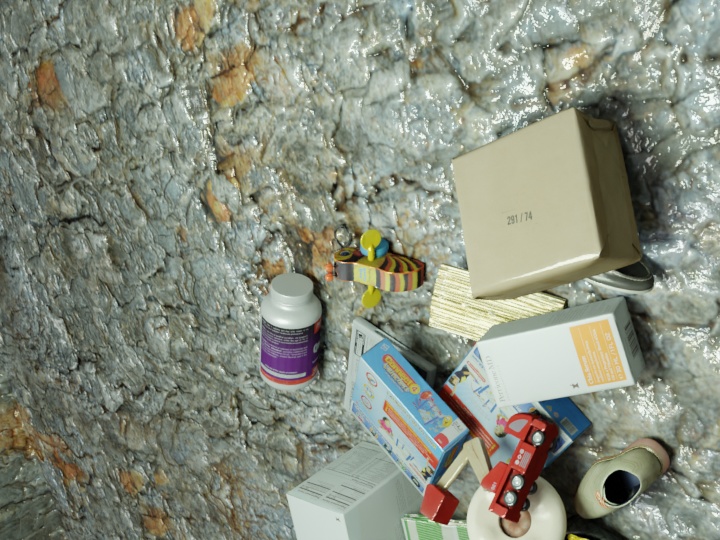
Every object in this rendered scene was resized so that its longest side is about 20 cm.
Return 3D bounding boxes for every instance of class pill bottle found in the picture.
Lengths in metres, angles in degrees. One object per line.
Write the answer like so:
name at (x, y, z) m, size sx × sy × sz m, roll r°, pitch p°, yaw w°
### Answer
pill bottle at (-0.127, 0.110, 1.694) m, size 0.112 × 0.112 × 0.203 m, roll 30°, pitch 130°, yaw 33°

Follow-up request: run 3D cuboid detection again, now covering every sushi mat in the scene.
sushi mat at (0.194, 0.061, 1.342) m, size 0.197 × 0.012 × 0.097 m, roll 17°, pitch 103°, yaw 25°

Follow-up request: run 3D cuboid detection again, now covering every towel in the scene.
towel at (0.173, 0.488, 1.592) m, size 0.197 × 0.023 × 0.155 m, roll -2°, pitch 110°, yaw 27°

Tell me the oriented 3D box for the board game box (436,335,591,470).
board game box at (0.220, 0.219, 1.418) m, size 0.200 × 0.056 × 0.197 m, roll 49°, pitch 138°, yaw 17°

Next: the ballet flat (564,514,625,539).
ballet flat at (0.379, 0.422, 1.348) m, size 0.198 × 0.057 × 0.067 m, roll 24°, pitch 128°, yaw 33°

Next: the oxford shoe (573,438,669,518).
oxford shoe at (0.348, 0.303, 1.307) m, size 0.071 × 0.073 × 0.201 m, roll 46°, pitch 140°, yaw 16°

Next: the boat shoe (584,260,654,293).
boat shoe at (0.290, -0.035, 1.201) m, size 0.199 × 0.066 × 0.058 m, roll 32°, pitch 136°, yaw 37°

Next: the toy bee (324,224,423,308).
toy bee at (0.000, 0.000, 1.503) m, size 0.198 × 0.108 × 0.133 m, roll -2°, pitch 110°, yaw 48°

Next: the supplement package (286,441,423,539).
supplement package at (0.001, 0.428, 1.653) m, size 0.149 × 0.199 × 0.154 m, roll 6°, pitch 114°, yaw 45°

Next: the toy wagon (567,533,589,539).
toy wagon at (0.346, 0.450, 1.354) m, size 0.154 × 0.040 × 0.201 m, roll 6°, pitch 144°, yaw 46°

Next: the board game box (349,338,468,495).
board game box at (0.072, 0.240, 1.503) m, size 0.200 × 0.056 × 0.197 m, roll 47°, pitch 153°, yaw 21°

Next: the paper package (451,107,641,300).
paper package at (0.225, -0.078, 1.160) m, size 0.198 × 0.102 × 0.194 m, roll -19°, pitch 75°, yaw 43°

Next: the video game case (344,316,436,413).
video game case at (0.048, 0.205, 1.625) m, size 0.181 × 0.022 × 0.203 m, roll 31°, pitch 129°, yaw 33°

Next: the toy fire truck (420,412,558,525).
toy fire truck at (0.183, 0.286, 1.331) m, size 0.140 × 0.049 × 0.202 m, roll 22°, pitch 84°, yaw 41°

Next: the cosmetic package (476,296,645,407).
cosmetic package at (0.268, 0.112, 1.255) m, size 0.198 × 0.071 × 0.103 m, roll -16°, pitch 98°, yaw 32°

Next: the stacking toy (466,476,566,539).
stacking toy at (0.249, 0.394, 1.407) m, size 0.145 × 0.147 × 0.200 m, roll 34°, pitch 170°, yaw 31°
